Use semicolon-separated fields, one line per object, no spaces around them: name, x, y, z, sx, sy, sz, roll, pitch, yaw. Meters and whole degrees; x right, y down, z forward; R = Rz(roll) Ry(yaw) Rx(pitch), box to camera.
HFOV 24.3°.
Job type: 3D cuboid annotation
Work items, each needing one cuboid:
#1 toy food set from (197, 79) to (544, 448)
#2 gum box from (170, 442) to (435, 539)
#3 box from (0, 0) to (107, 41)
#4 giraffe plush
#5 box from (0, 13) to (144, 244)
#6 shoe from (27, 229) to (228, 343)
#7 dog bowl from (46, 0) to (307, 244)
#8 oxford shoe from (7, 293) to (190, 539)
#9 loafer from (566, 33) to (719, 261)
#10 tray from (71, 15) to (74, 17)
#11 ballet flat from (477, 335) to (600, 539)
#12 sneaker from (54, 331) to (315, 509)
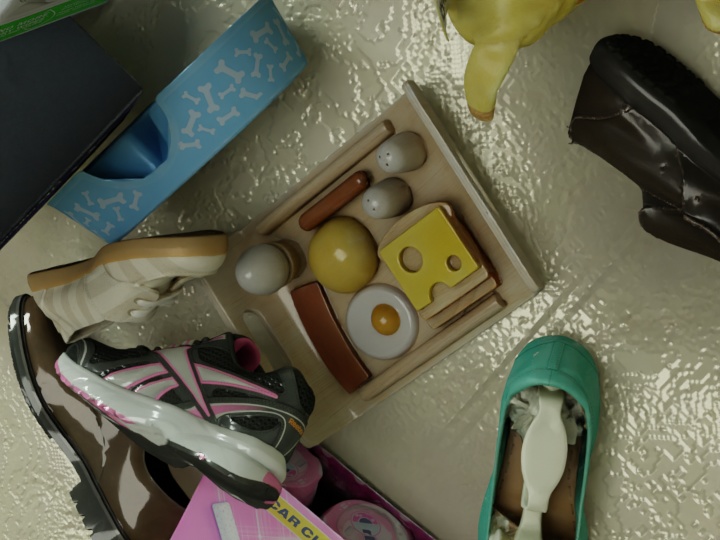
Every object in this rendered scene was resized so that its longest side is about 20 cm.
toy food set;0.000;0.000;1.004;0.200;0.060;0.144;-37;83;33
gum box;-0.020;0.199;1.063;0.200;0.066;0.114;38;119;17
box;-0.177;-0.239;0.822;0.176;0.097;0.200;-29;89;56
giraffe plush;0.117;-0.182;0.842;0.162;0.200;0.173;-11;130;9
box;-0.220;-0.083;0.996;0.104;0.200;0.148;44;84;-9
shoe;-0.143;0.010;1.048;0.200;0.070;0.054;-12;89;52
dog bowl;-0.109;-0.087;1.021;0.050;0.112;0.200;46;122;-8
oxford shoe;-0.172;0.096;1.138;0.084;0.073;0.200;-31;82;8
loafer;0.188;-0.039;0.885;0.200;0.073;0.071;49;127;21
tray;-0.198;-0.222;1.087;0.200;0.022;0.108;-39;82;32
ballet flat;0.100;0.138;0.973;0.067;0.070;0.201;8;108;14
sneaker;-0.100;0.075;1.029;0.200;0.080;0.086;22;69;38
